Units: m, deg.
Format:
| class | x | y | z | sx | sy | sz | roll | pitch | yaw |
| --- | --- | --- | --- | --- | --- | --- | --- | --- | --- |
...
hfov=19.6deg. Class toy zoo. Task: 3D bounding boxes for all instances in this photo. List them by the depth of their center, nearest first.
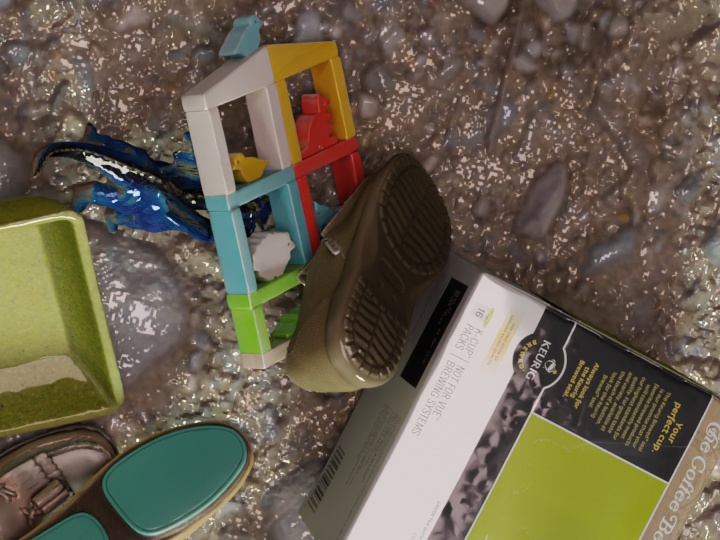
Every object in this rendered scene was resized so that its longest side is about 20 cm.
| class | x | y | z | sx | sy | sz | roll | pitch | yaw |
| --- | --- | --- | --- | --- | --- | --- | --- | --- | --- |
| toy zoo | -0.046 | -0.057 | 1.272 | 0.131 | 0.020 | 0.202 | -27 | 111 | -48 |

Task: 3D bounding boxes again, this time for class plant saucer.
| class | x | y | z | sx | sy | sz | roll | pitch | yaw |
| --- | --- | --- | --- | --- | --- | --- | --- | --- | --- |
| plant saucer | -0.253 | 0.030 | 1.250 | 0.198 | 0.048 | 0.201 | -11 | 142 | -6 |

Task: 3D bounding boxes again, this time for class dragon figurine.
| class | x | y | z | sx | sy | sz | roll | pitch | yaw |
| --- | --- | --- | --- | --- | --- | --- | --- | --- | --- |
| dragon figurine | -0.117 | -0.050 | 1.246 | 0.098 | 0.200 | 0.059 | 6 | 77 | 19 |

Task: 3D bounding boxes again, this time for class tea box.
| class | x | y | z | sx | sy | sz | roll | pitch | yaw |
| --- | --- | --- | --- | --- | --- | --- | --- | --- | --- |
| tea box | 0.097 | 0.121 | 1.310 | 0.196 | 0.134 | 0.201 | 28 | 92 | -13 |

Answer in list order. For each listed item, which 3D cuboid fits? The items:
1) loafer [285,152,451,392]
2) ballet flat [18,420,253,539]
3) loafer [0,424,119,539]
| class | x | y | z | sx | sy | sz | roll | pitch | yaw |
| --- | --- | --- | --- | --- | --- | --- | --- | --- | --- |
| loafer | 0.000 | 0.000 | 1.264 | 0.067 | 0.201 | 0.076 | -21 | 115 | 30 |
| ballet flat | -0.156 | 0.162 | 1.308 | 0.199 | 0.063 | 0.069 | -31 | 70 | -18 |
| loafer | -0.238 | 0.169 | 1.313 | 0.199 | 0.063 | 0.072 | -29 | 105 | -1 |
